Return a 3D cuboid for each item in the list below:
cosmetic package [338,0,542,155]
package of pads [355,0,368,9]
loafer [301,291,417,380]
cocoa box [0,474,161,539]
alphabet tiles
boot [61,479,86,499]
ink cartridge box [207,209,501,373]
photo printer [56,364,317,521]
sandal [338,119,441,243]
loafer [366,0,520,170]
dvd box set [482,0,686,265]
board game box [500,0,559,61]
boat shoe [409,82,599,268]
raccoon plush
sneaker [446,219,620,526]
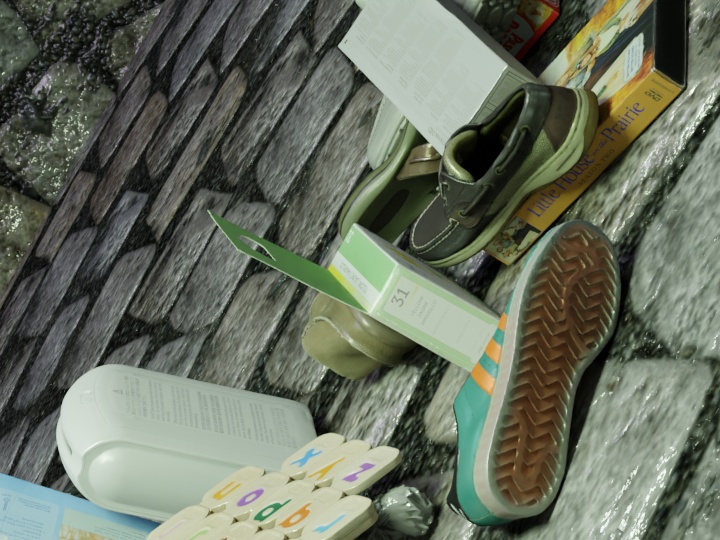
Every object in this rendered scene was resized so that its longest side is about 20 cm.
[{"bbox_3d":[0.059,-0.151,1.682,0.083,0.051,0.200,-54,37,12],"label":"cosmetic package"},{"bbox_3d":[0.080,-0.309,2.093,0.201,0.068,0.155,-58,17,5],"label":"package of pads"},{"bbox_3d":[-0.001,0.050,1.713,0.068,0.076,0.200,-62,8,1],"label":"loafer"},{"bbox_3d":[-0.205,0.260,1.657,0.134,0.199,0.132,-87,17,-60],"label":"cocoa box"},{"bbox_3d":[-0.069,0.172,1.497,0.195,0.015,0.200,-35,18,-22],"label":"alphabet tiles"},{"bbox_3d":[-0.267,0.190,2.275,0.165,0.066,0.200,-51,19,1],"label":"boot"},{"bbox_3d":[0.000,0.000,1.552,0.048,0.199,0.146,-59,16,4],"label":"ink cartridge box"},{"bbox_3d":[-0.131,0.136,1.714,0.167,0.199,0.070,-112,36,-69],"label":"photo printer"},{"bbox_3d":[0.060,-0.080,1.775,0.201,0.079,0.057,-55,44,25],"label":"sandal"},{"bbox_3d":[0.059,-0.167,1.797,0.070,0.070,0.201,45,112,38],"label":"loafer"},{"bbox_3d":[0.156,-0.114,1.585,0.200,0.029,0.147,-47,21,38],"label":"dvd box set"},{"bbox_3d":[0.092,-0.195,1.895,0.200,0.046,0.152,-49,20,33],"label":"board game box"},{"bbox_3d":[0.085,-0.072,1.555,0.200,0.065,0.074,-44,31,43],"label":"boat shoe"},{"bbox_3d":[-0.023,0.198,1.557,0.199,0.097,0.134,-23,13,15],"label":"raccoon plush"},{"bbox_3d":[0.097,0.062,1.382,0.080,0.071,0.201,-23,41,58],"label":"sneaker"}]
